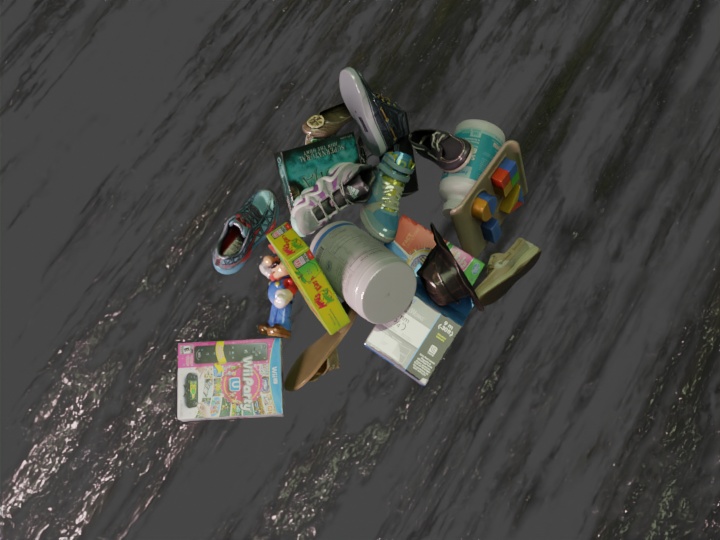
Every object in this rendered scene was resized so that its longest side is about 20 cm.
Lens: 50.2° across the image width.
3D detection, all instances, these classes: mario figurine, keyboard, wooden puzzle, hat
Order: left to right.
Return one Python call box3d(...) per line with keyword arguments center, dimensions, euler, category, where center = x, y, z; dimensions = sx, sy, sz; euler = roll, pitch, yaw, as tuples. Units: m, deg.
box3d(center=(-0.169, 0.027, 1.509), dimensions=(0.122, 0.106, 0.202), euler=(5, 82, 27), category="mario figurine")
box3d(center=(0.051, -0.250, 1.652), dimensions=(0.126, 0.021, 0.202), euler=(-5, 73, -7), category="keyboard")
box3d(center=(0.154, 0.012, 1.458), dimensions=(0.081, 0.201, 0.202), euler=(-32, 77, 5), category="hat")
box3d(center=(0.271, -0.133, 1.541), dimensions=(0.046, 0.186, 0.200), euler=(33, 75, 32), category="wooden puzzle")

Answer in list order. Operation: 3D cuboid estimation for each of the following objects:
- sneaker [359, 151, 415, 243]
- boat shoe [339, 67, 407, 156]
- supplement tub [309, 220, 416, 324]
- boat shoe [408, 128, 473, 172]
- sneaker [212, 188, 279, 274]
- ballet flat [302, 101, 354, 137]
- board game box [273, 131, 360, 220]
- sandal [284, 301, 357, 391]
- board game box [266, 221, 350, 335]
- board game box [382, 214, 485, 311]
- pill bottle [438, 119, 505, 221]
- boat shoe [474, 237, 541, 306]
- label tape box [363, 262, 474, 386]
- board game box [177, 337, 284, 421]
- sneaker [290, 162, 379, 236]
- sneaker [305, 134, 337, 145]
box3d(center=(0.059, -0.157, 1.509), dimensions=(0.079, 0.131, 0.201), euler=(18, 41, -24), category="sneaker")
box3d(center=(0.028, -0.344, 1.594), dimensions=(0.091, 0.201, 0.071), euler=(-39, 34, -21), category="boat shoe")
box3d(center=(0.000, 0.000, 1.460), dimensions=(0.132, 0.132, 0.200), euler=(-39, 43, -12), category="supplement tub")
box3d(center=(0.159, -0.252, 1.569), dimensions=(0.062, 0.200, 0.073), euler=(26, 95, -28), category="boat shoe")
box3d(center=(-0.228, -0.085, 1.551), dimensions=(0.079, 0.096, 0.201), euler=(28, 74, 6), category="sneaker")
box3d(center=(-0.037, -0.333, 1.619), dimensions=(0.199, 0.047, 0.067), euler=(-25, 59, -27), category="ballet flat")
box3d(center=(-0.076, -0.193, 1.547), dimensions=(0.199, 0.028, 0.137), euler=(-24, 107, -39), category="board game box")
box3d(center=(-0.058, 0.164, 1.497), dimensions=(0.069, 0.078, 0.212), euler=(34, 95, -30), category="sandal")
box3d(center=(-0.094, 0.017, 1.411), dimensions=(0.047, 0.201, 0.102), euler=(-34, 40, -8), category="board game box")
box3d(center=(0.131, 0.002, 1.568), dimensions=(0.199, 0.040, 0.154), euler=(31, 75, 7), category="board game box")
box3d(center=(0.228, -0.203, 1.597), dimensions=(0.110, 0.111, 0.202), euler=(16, 73, 3), category="pill bottle")
box3d(center=(0.285, 0.000, 1.551), dimensions=(0.065, 0.072, 0.200), euler=(40, 58, 21), category="boat shoe")
box3d(center=(0.118, 0.099, 1.489), dimensions=(0.144, 0.063, 0.201), euler=(33, 84, 7), category="label tape box")
box3d(center=(-0.248, 0.210, 1.480), dimensions=(0.198, 0.064, 0.149), euler=(-3, 74, -3), category="board game box")
box3d(center=(-0.038, -0.143, 1.468), dimensions=(0.201, 0.139, 0.078), euler=(-54, 123, -27), category="sneaker")
box3d(center=(-0.085, -0.240, 1.607), dimensions=(0.076, 0.089, 0.202), euler=(4, 73, -1), category="sneaker")
